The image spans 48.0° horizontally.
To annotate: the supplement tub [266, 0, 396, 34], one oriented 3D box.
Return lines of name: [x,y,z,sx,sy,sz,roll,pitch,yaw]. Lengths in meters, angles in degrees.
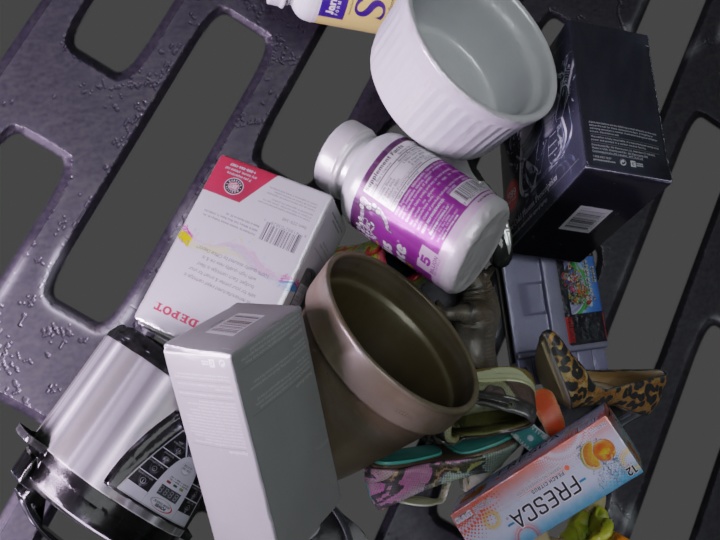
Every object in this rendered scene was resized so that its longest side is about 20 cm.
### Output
supplement tub: [-0.005,-0.357,0.939,0.194,0.145,0.150,6,79,-13]

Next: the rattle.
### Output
rattle: [0.245,0.246,0.876,0.127,0.143,0.206,-10,107,-15]

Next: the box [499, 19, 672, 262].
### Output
box: [0.243,-0.138,0.918,0.101,0.201,0.187,7,64,-12]

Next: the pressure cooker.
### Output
pressure cooker: [-0.221,0.180,0.779,0.174,0.179,0.202,32,74,9]

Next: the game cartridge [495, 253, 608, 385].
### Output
game cartridge: [0.233,0.033,0.991,0.126,0.038,0.206,-6,82,-11]

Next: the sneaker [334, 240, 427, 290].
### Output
sneaker: [0.000,0.000,0.907,0.195,0.090,0.080,-18,86,-15]

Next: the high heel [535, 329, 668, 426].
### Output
high heel: [0.280,0.108,0.932,0.141,0.071,0.202,-34,124,-5]

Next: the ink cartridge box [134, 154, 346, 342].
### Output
ink cartridge box: [-0.122,0.001,0.854,0.145,0.086,0.204,22,76,17]

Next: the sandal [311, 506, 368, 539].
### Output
sandal: [-0.050,0.272,0.871,0.075,0.043,0.202,-36,90,-17]

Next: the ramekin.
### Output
ramekin: [0.104,-0.217,0.855,0.196,0.098,0.205,17,56,-26]

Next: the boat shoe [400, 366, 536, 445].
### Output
boat shoe: [0.094,0.154,0.877,0.195,0.067,0.073,-11,123,11]

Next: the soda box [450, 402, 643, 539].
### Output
soda box: [0.193,0.224,0.842,0.198,0.063,0.069,-37,83,16]

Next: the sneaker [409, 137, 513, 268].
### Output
sneaker: [0.113,-0.083,0.952,0.078,0.074,0.203,-24,65,-8]

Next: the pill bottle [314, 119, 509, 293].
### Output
pill bottle: [0.049,-0.073,0.852,0.198,0.113,0.113,35,73,21]

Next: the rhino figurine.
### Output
rhino figurine: [0.123,0.060,0.944,0.085,0.060,0.206,7,77,-9]

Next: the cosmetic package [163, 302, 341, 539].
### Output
cosmetic package: [-0.090,0.142,0.717,0.106,0.088,0.205,-31,118,-54]

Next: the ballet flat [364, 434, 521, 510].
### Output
ballet flat: [0.097,0.223,0.909,0.195,0.069,0.073,-11,100,-18]

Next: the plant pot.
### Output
plant pot: [-0.006,0.115,0.817,0.199,0.201,0.174,39,113,-5]
